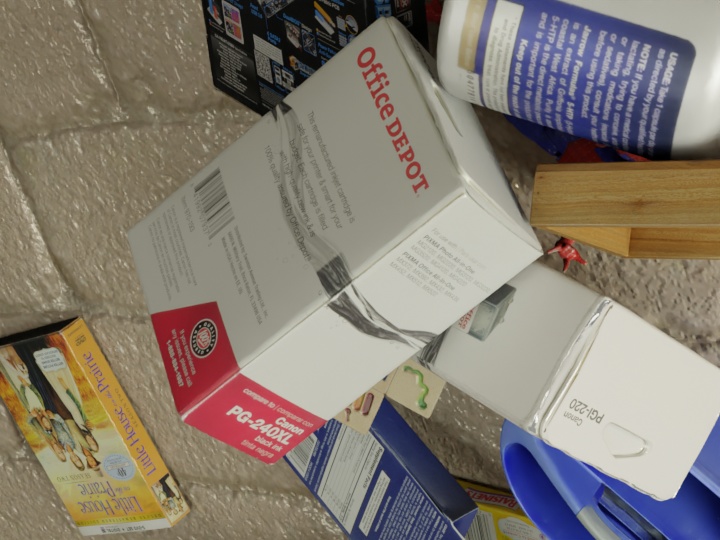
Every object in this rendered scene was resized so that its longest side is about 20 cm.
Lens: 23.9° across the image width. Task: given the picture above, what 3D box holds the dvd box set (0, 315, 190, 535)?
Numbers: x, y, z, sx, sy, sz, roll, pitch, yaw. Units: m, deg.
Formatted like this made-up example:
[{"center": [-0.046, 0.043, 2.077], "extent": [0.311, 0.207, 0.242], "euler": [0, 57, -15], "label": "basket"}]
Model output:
[{"center": [-0.247, 0.142, 1.509], "extent": [0.146, 0.029, 0.201], "euler": [-12, 110, 47], "label": "dvd box set"}]

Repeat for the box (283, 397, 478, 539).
[{"center": [0.019, 0.165, 1.245], "extent": [0.200, 0.032, 0.122], "euler": [50, 142, 26], "label": "box"}]

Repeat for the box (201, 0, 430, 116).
[{"center": [-0.035, -0.173, 1.021], "extent": [0.200, 0.049, 0.200], "euler": [34, 139, 45], "label": "box"}]

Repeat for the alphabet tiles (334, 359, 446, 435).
[{"center": [0.000, 0.000, 1.114], "extent": [0.166, 0.006, 0.201], "euler": [28, 109, 12], "label": "alphabet tiles"}]

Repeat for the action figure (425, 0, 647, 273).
[{"center": [0.106, -0.079, 0.963], "extent": [0.065, 0.099, 0.200], "euler": [-40, 92, 23], "label": "action figure"}]

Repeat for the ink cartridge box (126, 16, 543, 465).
[{"center": [-0.017, -0.016, 0.917], "extent": [0.200, 0.146, 0.083], "euler": [-38, 136, 18], "label": "ink cartridge box"}]

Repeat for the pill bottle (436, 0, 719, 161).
[{"center": [0.150, -0.118, 0.868], "extent": [0.199, 0.120, 0.120], "euler": [20, 132, 15], "label": "pill bottle"}]

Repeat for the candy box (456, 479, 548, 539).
[{"center": [0.131, 0.210, 1.213], "extent": [0.199, 0.026, 0.103], "euler": [11, 128, 38], "label": "candy box"}]

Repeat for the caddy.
[{"center": [0.179, 0.140, 1.053], "extent": [0.200, 0.105, 0.142], "euler": [40, 140, 12], "label": "caddy"}]

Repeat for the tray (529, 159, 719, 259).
[{"center": [0.195, -0.030, 0.847], "extent": [0.199, 0.098, 0.037], "euler": [0, 80, 39], "label": "tray"}]

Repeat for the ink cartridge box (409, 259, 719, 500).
[{"center": [0.089, 0.037, 0.960], "extent": [0.145, 0.085, 0.200], "euler": [28, -177, -44], "label": "ink cartridge box"}]
